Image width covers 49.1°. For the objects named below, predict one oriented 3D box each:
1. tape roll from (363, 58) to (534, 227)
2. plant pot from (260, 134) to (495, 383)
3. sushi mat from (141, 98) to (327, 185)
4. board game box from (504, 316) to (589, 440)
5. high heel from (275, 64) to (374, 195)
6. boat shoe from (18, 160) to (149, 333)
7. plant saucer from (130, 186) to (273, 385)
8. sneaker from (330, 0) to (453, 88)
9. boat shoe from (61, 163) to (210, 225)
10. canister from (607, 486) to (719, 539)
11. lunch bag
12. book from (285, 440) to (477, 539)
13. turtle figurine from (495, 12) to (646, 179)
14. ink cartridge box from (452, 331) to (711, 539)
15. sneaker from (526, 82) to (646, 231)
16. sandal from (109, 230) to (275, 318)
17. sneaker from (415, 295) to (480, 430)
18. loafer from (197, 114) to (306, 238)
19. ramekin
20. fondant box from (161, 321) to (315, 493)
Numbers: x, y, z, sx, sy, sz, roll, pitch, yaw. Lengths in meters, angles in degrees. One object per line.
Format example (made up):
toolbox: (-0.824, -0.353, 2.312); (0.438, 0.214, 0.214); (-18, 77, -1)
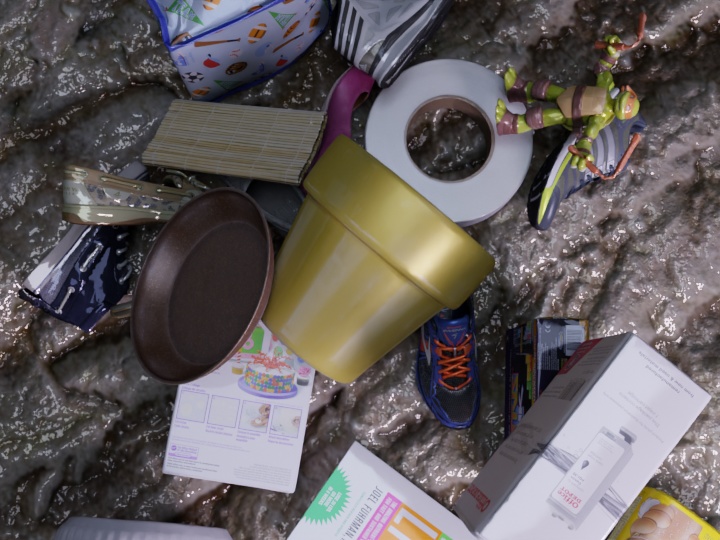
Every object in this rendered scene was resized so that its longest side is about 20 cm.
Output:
tape roll: (0.104, -0.150, 0.935); (0.202, 0.037, 0.204); (0, 81, -1)
plant pot: (0.000, 0.000, 0.787); (0.201, 0.201, 0.189); (39, 96, 5)
sushi mat: (-0.140, -0.146, 0.875); (0.199, 0.012, 0.096); (9, 62, 19)
board game box: (0.190, 0.155, 0.821); (0.056, 0.165, 0.201); (3, 81, -1)
high heel: (-0.010, -0.159, 0.912); (0.096, 0.067, 0.200); (35, 69, 0)
boat shoe: (-0.285, -0.023, 0.895); (0.093, 0.075, 0.200); (39, 83, -9)
plant saucer: (-0.150, 0.017, 0.777); (0.200, 0.037, 0.201); (-18, 59, 34)
sneaker: (0.037, -0.313, 0.918); (0.115, 0.076, 0.201); (35, 62, 2)
boat shoe: (-0.220, -0.083, 0.855); (0.199, 0.073, 0.063); (-6, 99, -42)
canister: (0.307, 0.352, 0.834); (0.148, 0.087, 0.200); (36, 80, 4)
lunch bag: (-0.127, -0.294, 0.886); (0.199, 0.170, 0.124); (-23, 83, -3)
book: (0.036, 0.300, 0.860); (0.200, 0.048, 0.134); (35, 78, 6)
turtle figurine: (0.238, -0.191, 0.870); (0.161, 0.064, 0.201); (9, 76, 27)
ink cartridge box: (0.177, 0.156, 0.664); (0.083, 0.147, 0.200); (39, 84, 5)
sneaker: (0.266, -0.126, 0.919); (0.081, 0.074, 0.200); (34, 83, 1)
sandal: (-0.191, -0.006, 0.882); (0.200, 0.080, 0.054); (-31, 93, -12)
sneaker: (0.096, 0.076, 0.876); (0.075, 0.078, 0.201); (-7, 81, -2)
loafer: (-0.117, -0.108, 0.905); (0.200, 0.070, 0.070); (43, 84, 5)
ramekin: (-0.215, 0.299, 0.780); (0.201, 0.202, 0.095); (5, 70, -1)
fondant box: (-0.126, 0.132, 0.873); (0.144, 0.058, 0.201); (10, 82, -1)
